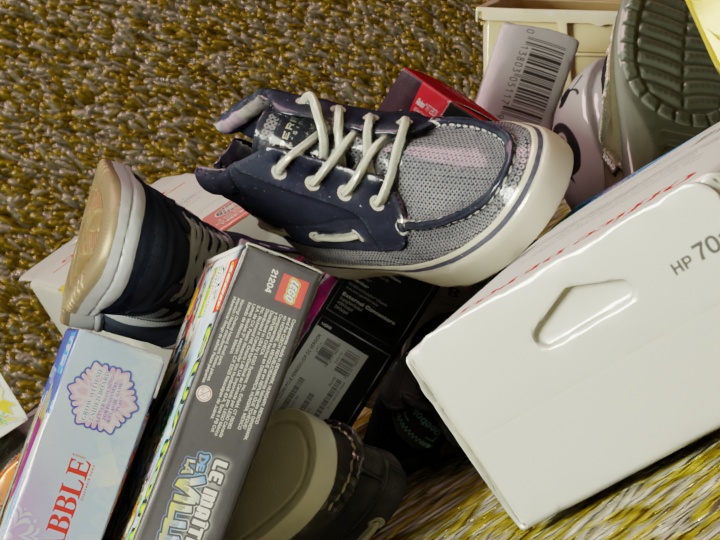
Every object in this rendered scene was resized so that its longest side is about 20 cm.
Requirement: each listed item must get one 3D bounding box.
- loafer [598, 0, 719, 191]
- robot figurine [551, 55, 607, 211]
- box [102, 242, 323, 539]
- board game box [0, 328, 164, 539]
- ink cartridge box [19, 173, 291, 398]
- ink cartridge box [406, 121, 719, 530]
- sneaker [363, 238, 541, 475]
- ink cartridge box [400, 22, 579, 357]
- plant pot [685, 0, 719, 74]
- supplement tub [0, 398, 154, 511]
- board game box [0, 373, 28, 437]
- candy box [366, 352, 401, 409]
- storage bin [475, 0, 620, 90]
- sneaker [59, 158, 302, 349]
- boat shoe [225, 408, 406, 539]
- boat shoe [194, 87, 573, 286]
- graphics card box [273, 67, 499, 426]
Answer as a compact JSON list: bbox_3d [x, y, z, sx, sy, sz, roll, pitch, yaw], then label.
[{"bbox_3d":[0.139,-0.055,1.205,0.070,0.075,0.200,127,155,-56],"label":"loafer"},{"bbox_3d":[0.190,-0.082,1.308,0.200,0.125,0.150,-30,-18,31],"label":"robot figurine"},{"bbox_3d":[-0.074,0.090,1.061,0.110,0.035,0.200,160,131,-77],"label":"box"},{"bbox_3d":[-0.142,0.124,1.131,0.200,0.041,0.200,166,124,-82],"label":"board game box"},{"bbox_3d":[-0.107,0.006,1.434,0.116,0.068,0.200,-35,17,-16],"label":"ink cartridge box"},{"bbox_3d":[0.127,0.002,0.992,0.146,0.086,0.200,-31,4,30],"label":"ink cartridge box"},{"bbox_3d":[0.061,0.050,1.185,0.079,0.075,0.200,-45,0,-27],"label":"sneaker"},{"bbox_3d":[0.063,-0.015,1.413,0.200,0.057,0.163,94,-167,-56],"label":"ink cartridge box"},{"bbox_3d":[0.221,-0.162,1.110,0.200,0.200,0.176,-31,-18,29],"label":"plant pot"},{"bbox_3d":[-0.142,0.126,1.370,0.122,0.123,0.200,-32,3,1],"label":"supplement tub"},{"bbox_3d":[-0.257,0.106,1.346,0.134,0.034,0.200,-32,4,-20],"label":"board game box"},{"bbox_3d":[0.011,0.000,1.502,0.200,0.056,0.117,104,-176,-74],"label":"candy box"},{"bbox_3d":[0.178,-0.118,1.561,0.198,0.094,0.200,2,9,9],"label":"storage bin"},{"bbox_3d":[-0.077,0.002,1.175,0.200,0.108,0.070,141,144,-79],"label":"sneaker"},{"bbox_3d":[-0.061,0.126,1.143,0.060,0.074,0.200,22,-48,-35],"label":"boat shoe"},{"bbox_3d":[0.003,-0.042,1.125,0.200,0.093,0.075,-12,53,58],"label":"boat shoe"},{"bbox_3d":[0.000,0.000,1.276,0.200,0.051,0.125,-59,15,6],"label":"graphics card box"}]
